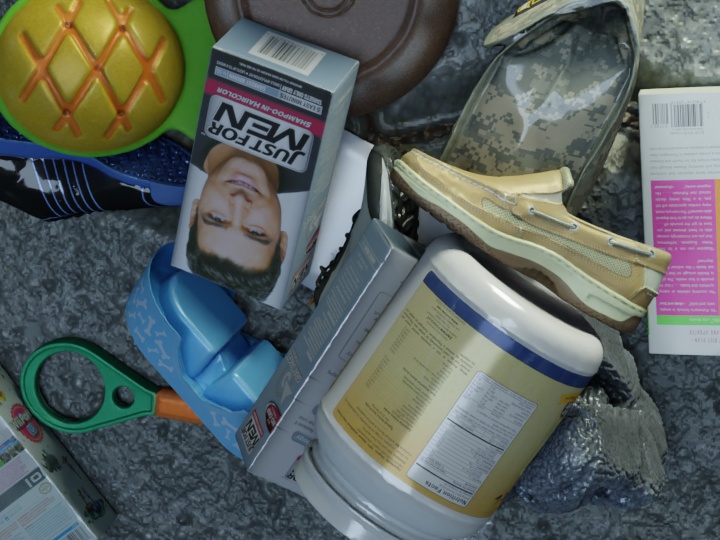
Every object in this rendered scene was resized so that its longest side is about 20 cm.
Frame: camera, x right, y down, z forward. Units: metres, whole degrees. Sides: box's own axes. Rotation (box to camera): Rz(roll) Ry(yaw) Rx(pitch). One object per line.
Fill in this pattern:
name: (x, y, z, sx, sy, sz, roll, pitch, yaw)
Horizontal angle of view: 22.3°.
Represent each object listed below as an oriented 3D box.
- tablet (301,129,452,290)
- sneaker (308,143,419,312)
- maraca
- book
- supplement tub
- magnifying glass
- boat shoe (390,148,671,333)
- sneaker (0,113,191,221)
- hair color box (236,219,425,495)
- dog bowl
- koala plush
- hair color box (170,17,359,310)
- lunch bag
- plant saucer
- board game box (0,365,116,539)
tablet: (0.013, -0.026, 1.449, 0.199, 0.014, 0.131, 28, 108, 3)
sneaker: (0.000, 0.000, 1.415, 0.079, 0.074, 0.202, 12, 107, 14)
maraca: (-0.187, -0.156, 1.413, 0.198, 0.107, 0.138, 0, 101, -14)
book: (0.279, -0.037, 1.374, 0.132, 0.048, 0.202, 0, 103, 14)
supplement tub: (0.058, 0.091, 1.252, 0.144, 0.144, 0.201, 35, 102, 1)
magnifying glass: (-0.189, 0.106, 1.524, 0.198, 0.022, 0.080, 10, 106, 11)
boat shoe: (0.118, -0.038, 1.232, 0.199, 0.072, 0.076, 30, 99, -10)
sneaker: (-0.224, -0.075, 1.464, 0.198, 0.070, 0.078, 14, 129, 3)
hair color box: (0.002, 0.075, 1.354, 0.099, 0.061, 0.201, 28, 103, -23)
dog bowl: (-0.108, 0.071, 1.453, 0.200, 0.112, 0.050, 48, 122, -3)
koala plush: (0.116, 0.131, 1.393, 0.199, 0.184, 0.178, -23, 56, 23)
hair color box: (-0.075, -0.079, 1.389, 0.098, 0.061, 0.201, 21, 126, 10)
lunch bag: (0.138, -0.130, 1.313, 0.117, 0.164, 0.201, 27, 110, 3)
plant saucer: (-0.023, -0.214, 1.380, 0.199, 0.037, 0.202, 1, 101, 3)
board game box: (-0.327, 0.178, 1.549, 0.147, 0.064, 0.200, -35, 96, 17)
